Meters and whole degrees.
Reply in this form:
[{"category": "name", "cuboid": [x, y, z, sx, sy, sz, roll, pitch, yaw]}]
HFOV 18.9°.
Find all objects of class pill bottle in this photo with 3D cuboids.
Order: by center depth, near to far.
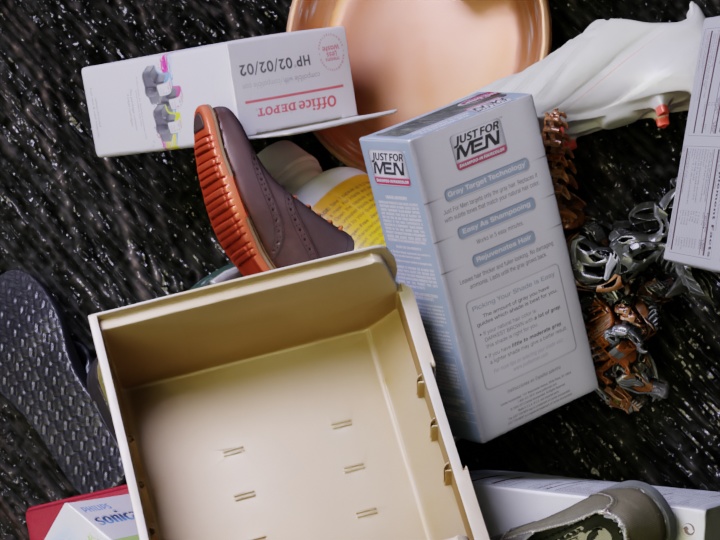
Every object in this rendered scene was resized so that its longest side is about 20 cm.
[{"category": "pill bottle", "cuboid": [0.000, 0.000, 1.489, 0.200, 0.113, 0.113, 37, 103, 20]}]

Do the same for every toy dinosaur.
[{"category": "toy dinosaur", "cuboid": [0.164, -0.004, 1.410, 0.135, 0.200, 0.103, -16, 37, 26]}]

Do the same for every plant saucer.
[{"category": "plant saucer", "cuboid": [0.043, -0.160, 1.517, 0.199, 0.037, 0.202, -1, 89, 24]}]

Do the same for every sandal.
[{"category": "sandal", "cuboid": [-0.226, 0.089, 1.621, 0.075, 0.045, 0.201, -39, 68, 11]}]

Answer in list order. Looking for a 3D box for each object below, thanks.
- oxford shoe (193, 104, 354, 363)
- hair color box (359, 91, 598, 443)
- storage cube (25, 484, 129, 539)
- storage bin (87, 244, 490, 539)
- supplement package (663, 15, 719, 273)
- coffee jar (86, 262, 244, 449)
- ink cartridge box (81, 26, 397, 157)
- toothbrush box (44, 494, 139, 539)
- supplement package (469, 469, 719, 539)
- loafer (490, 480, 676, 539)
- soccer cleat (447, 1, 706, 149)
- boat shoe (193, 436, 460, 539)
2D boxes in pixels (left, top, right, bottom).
[{"category": "oxford shoe", "cuboid": [-0.049, -0.022, 1.407, 0.072, 0.071, 0.201, -26, 96, -15]}, {"category": "hair color box", "cuboid": [0.077, -0.003, 1.375, 0.060, 0.099, 0.201, 9, 117, 57]}, {"category": "storage cube", "cuboid": [-0.101, 0.224, 1.495, 0.179, 0.171, 0.201, -15, 83, 24]}, {"category": "storage bin", "cuboid": [-0.040, 0.110, 1.282, 0.197, 0.094, 0.201, -14, 61, -6]}, {"category": "supplement package", "cuboid": [0.305, -0.064, 1.305, 0.199, 0.111, 0.157, 9, 92, -12]}, {"category": "coffee jar", "cuboid": [-0.114, 0.071, 1.507, 0.200, 0.085, 0.105, -30, 89, 55]}, {"category": "ink cartridge box", "cuboid": [-0.084, -0.124, 1.490, 0.199, 0.115, 0.068, -3, 99, 45]}, {"category": "toothbrush box", "cuboid": [-0.129, 0.259, 1.367, 0.200, 0.086, 0.146, 37, 104, 23]}, {"category": "supplement package", "cuboid": [0.140, 0.233, 1.398, 0.199, 0.147, 0.193, 4, 89, 24]}, {"category": "loafer", "cuboid": [0.094, 0.187, 1.302, 0.200, 0.070, 0.075, -36, 73, 17]}, {"category": "soccer cleat", "cuboid": [0.143, -0.125, 1.440, 0.199, 0.069, 0.078, -12, 73, 1]}, {"category": "boat shoe", "cuboid": [-0.020, 0.119, 1.385, 0.074, 0.199, 0.067, -38, 75, 50]}]
